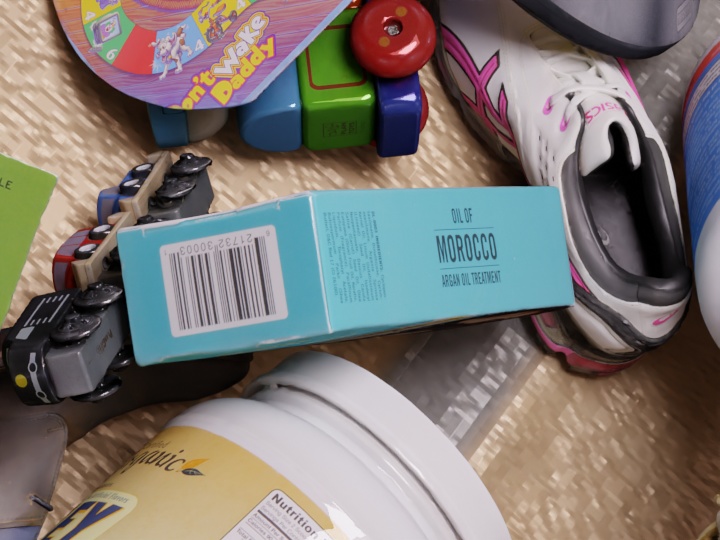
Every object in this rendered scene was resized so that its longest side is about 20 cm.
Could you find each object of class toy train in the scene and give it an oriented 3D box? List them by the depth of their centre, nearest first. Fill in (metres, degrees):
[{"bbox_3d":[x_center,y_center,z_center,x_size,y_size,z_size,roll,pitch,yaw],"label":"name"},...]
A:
[{"bbox_3d":[-0.090,0.001,0.969,0.046,0.200,0.034,-11,109,15],"label":"toy train"},{"bbox_3d":[-0.037,-0.142,1.076,0.115,0.085,0.201,-6,69,-4],"label":"toy train"}]

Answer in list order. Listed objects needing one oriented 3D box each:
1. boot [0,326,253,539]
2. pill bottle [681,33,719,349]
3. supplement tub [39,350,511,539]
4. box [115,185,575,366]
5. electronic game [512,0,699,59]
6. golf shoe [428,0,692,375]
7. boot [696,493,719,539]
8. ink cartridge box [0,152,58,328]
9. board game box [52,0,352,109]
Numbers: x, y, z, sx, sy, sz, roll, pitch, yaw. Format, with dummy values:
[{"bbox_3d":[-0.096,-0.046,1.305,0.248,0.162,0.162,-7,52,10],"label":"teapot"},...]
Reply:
[{"bbox_3d":[-0.130,0.069,0.982,0.199,0.075,0.097,-5,93,-22],"label":"boot"},{"bbox_3d":[0.184,-0.018,1.040,0.112,0.112,0.200,26,30,-10],"label":"pill bottle"},{"bbox_3d":[-0.054,0.136,0.934,0.200,0.144,0.144,-42,90,-26],"label":"supplement tub"},{"bbox_3d":[0.000,0.000,0.972,0.200,0.082,0.049,-4,85,-61],"label":"box"},{"bbox_3d":[0.070,-0.173,1.094,0.200,0.042,0.201,33,37,-29],"label":"electronic game"},{"bbox_3d":[0.090,-0.063,1.081,0.072,0.092,0.201,-15,77,-22],"label":"golf shoe"},{"bbox_3d":[0.122,0.100,0.914,0.199,0.073,0.156,15,88,-17],"label":"boot"},{"bbox_3d":[-0.205,0.040,0.881,0.147,0.076,0.201,22,103,-1],"label":"ink cartridge box"},{"bbox_3d":[-0.048,-0.159,1.012,0.200,0.039,0.158,-45,53,8],"label":"board game box"}]
